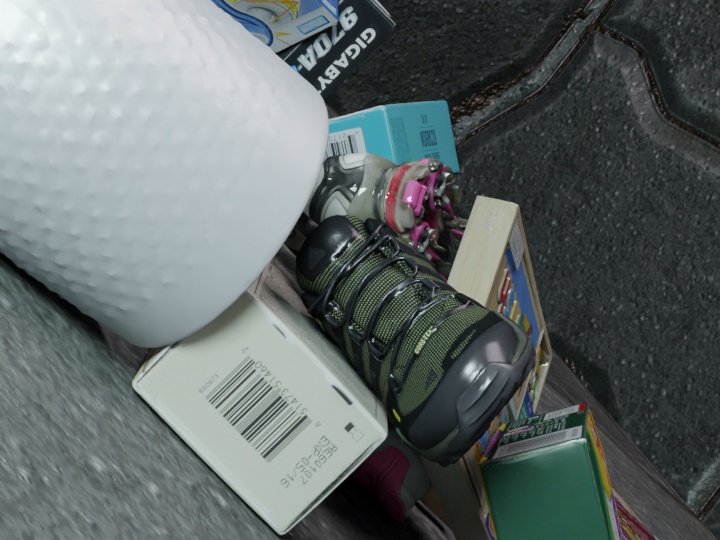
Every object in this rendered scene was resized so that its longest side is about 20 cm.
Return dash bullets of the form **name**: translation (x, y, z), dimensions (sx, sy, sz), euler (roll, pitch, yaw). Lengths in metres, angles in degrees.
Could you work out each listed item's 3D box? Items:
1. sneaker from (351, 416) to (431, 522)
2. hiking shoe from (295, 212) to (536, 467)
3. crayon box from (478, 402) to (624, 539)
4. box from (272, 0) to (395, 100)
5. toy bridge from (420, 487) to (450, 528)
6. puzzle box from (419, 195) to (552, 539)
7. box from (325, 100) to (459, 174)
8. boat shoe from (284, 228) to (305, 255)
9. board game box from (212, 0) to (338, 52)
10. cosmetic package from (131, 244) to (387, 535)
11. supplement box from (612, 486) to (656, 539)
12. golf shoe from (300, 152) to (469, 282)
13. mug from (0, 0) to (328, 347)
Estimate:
- **sneaker**: translation (0.023, 0.081, 1.175), dimensions (0.081, 0.088, 0.200), euler (45, 6, -7)
- **hiking shoe**: translation (0.012, 0.025, 0.920), dimensions (0.100, 0.076, 0.200), euler (37, 0, -17)
- **crayon box**: translation (0.112, 0.166, 1.023), dimensions (0.200, 0.058, 0.174), euler (-10, 85, -83)
- **box**: translation (-0.088, -0.129, 1.266), dimensions (0.046, 0.200, 0.159), euler (40, 7, -37)
- **toy bridge**: translation (0.032, 0.110, 1.344), dimensions (0.067, 0.027, 0.200), euler (43, 6, -15)
- **puzzle box**: translation (0.070, 0.063, 1.119), dimensions (0.025, 0.134, 0.200), euler (13, -23, 18)
- **box**: translation (0.001, -0.069, 1.196), dimensions (0.200, 0.082, 0.049), euler (-23, 102, -76)
- **boat shoe**: translation (0.000, 0.000, 1.213), dimensions (0.199, 0.063, 0.071), euler (12, 1, -2)
- **board game box**: translation (-0.131, -0.156, 1.178), dimensions (0.135, 0.199, 0.035), euler (40, 37, -42)
- **cosmetic package**: translation (-0.045, 0.048, 0.990), dimensions (0.104, 0.073, 0.200), euler (46, 5, -5)
- **supplement box**: translation (0.149, 0.196, 1.302), dimensions (0.110, 0.086, 0.200), euler (40, 8, -43)
- **golf shoe**: translation (0.017, -0.010, 1.097), dimensions (0.092, 0.073, 0.200), euler (10, -24, 21)
- **mug**: translation (-0.139, -0.074, 0.901), dimensions (0.175, 0.148, 0.200), euler (37, -16, -29)
